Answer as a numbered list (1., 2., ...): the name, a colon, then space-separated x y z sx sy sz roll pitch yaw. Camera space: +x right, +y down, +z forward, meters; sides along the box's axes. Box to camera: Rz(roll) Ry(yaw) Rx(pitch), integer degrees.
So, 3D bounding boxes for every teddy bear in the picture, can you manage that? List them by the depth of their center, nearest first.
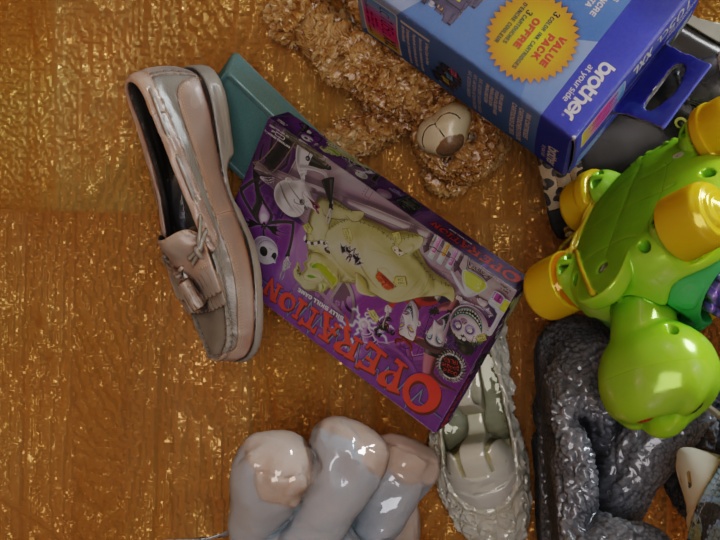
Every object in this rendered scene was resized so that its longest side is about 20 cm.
1. teddy bear: 0.022 -0.141 0.797 0.144 0.067 0.201 -26 90 2

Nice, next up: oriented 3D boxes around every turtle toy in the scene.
1. turtle toy: 0.176 0.001 0.676 0.101 0.145 0.201 40 53 -16

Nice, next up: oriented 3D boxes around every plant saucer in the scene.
1. plant saucer: -0.035 -0.056 0.804 0.200 0.019 0.070 43 126 -2

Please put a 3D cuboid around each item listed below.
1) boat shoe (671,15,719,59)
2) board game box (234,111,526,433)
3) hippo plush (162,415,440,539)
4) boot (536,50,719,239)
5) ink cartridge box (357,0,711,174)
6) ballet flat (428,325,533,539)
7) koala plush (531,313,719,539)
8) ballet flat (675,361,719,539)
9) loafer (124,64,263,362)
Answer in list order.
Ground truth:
1. boat shoe: 0.181 -0.158 0.796 0.200 0.072 0.061 26 86 -3
2. board game box: 0.000 0.000 0.764 0.199 0.032 0.121 35 123 17
3. hippo plush: -0.025 0.200 0.727 0.198 0.160 0.161 -20 48 -3
4. boot: 0.207 -0.046 0.793 0.149 0.073 0.201 -9 125 19
5. ink cartridge box: 0.116 -0.157 0.718 0.200 0.076 0.137 38 85 11
6. ballet flat: 0.074 0.099 0.800 0.071 0.072 0.202 -9 90 -1
7. koala plush: 0.216 0.116 0.754 0.198 0.177 0.186 -3 80 3
8. ballet flat: 0.216 0.098 0.654 0.074 0.074 0.201 32 72 -1
9. loafer: -0.115 -0.036 0.770 0.063 0.072 0.202 -7 85 -41
